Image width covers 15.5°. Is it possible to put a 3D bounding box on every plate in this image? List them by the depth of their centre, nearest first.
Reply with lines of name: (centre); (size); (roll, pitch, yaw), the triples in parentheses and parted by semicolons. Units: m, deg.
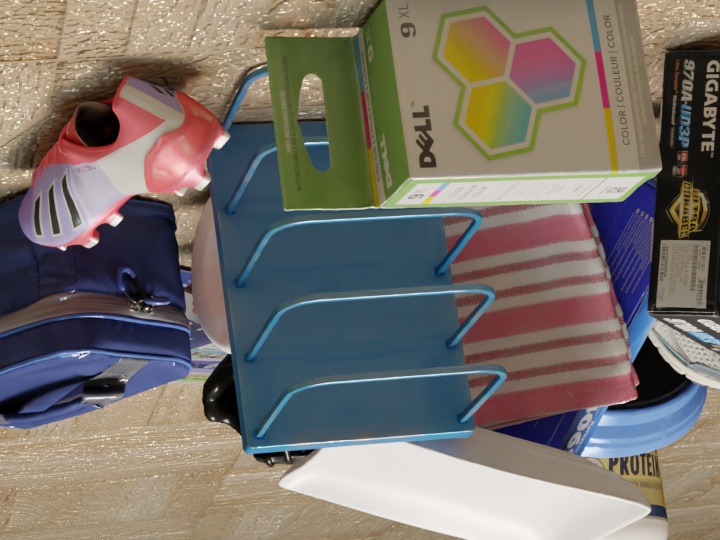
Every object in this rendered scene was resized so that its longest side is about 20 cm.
plate: (0.063, 0.131, 1.668); (0.200, 0.032, 0.200); (16, 161, -9)

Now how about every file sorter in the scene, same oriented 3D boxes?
file sorter: (-0.001, -0.012, 1.527); (0.138, 0.201, 0.123); (-3, 161, -16)

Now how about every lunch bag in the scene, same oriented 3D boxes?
lunch bag: (-0.201, 0.034, 1.727); (0.200, 0.133, 0.136); (-18, 162, 38)

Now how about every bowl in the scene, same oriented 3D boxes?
bowl: (0.155, 0.055, 1.908); (0.200, 0.201, 0.039); (-2, 129, -19)

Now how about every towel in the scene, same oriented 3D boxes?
towel: (0.080, 0.002, 1.645); (0.146, 0.200, 0.030); (-14, -167, 15)

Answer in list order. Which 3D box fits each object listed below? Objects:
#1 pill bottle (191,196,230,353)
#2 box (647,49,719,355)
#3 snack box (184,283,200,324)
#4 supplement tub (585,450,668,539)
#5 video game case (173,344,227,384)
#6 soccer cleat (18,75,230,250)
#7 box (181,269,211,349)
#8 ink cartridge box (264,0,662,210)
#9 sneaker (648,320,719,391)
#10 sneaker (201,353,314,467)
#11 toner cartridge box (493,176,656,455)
pill bottle: (0.000, 0.000, 1.734); (0.200, 0.113, 0.113); (2, 163, -30)
box: (0.229, -0.033, 1.621); (0.046, 0.159, 0.200); (1, 169, 24)
snack box: (-0.024, 0.042, 1.814); (0.200, 0.024, 0.072); (20, -151, 28)
supplement tub: (0.169, 0.138, 2.174); (0.144, 0.201, 0.144); (-7, 166, -2)
video game case: (-0.064, 0.061, 2.123); (0.200, 0.022, 0.182); (5, 161, -42)
soccer cleat: (-0.153, -0.065, 1.539); (0.076, 0.067, 0.200); (36, 151, -24)
box: (-0.177, 0.042, 1.975); (0.200, 0.032, 0.121); (-19, 162, 34)
ink cartridge box: (0.055, -0.091, 1.429); (0.199, 0.104, 0.059); (-2, 164, -18)
sneaker: (0.203, 0.005, 1.747); (0.078, 0.200, 0.086); (-48, 156, -8)
sneaker: (-0.024, 0.104, 1.798); (0.200, 0.071, 0.098); (23, -148, 28)
toner cartridge box: (0.137, 0.023, 1.697); (0.043, 0.095, 0.200); (-2, 123, -60)
